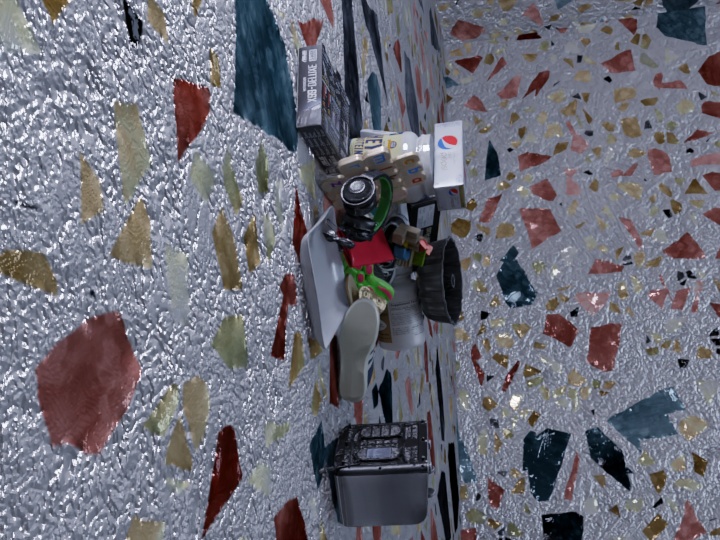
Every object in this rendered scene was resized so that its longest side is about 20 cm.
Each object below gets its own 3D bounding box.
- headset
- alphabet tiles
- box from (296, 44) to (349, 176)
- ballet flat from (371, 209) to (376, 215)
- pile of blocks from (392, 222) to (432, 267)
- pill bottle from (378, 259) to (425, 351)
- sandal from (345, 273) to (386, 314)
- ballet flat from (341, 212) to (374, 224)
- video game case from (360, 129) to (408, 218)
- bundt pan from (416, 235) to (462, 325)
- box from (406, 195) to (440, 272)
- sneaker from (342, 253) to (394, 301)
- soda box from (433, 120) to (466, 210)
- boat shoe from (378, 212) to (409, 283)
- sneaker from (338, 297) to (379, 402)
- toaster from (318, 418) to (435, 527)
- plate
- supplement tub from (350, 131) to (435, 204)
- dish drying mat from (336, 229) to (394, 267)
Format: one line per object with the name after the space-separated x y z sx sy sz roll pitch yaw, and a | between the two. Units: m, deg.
0.006 -0.098 1.348 0.199 0.093 0.126 -36 139 -42 | headset
0.026 -0.173 1.445 0.200 0.191 0.015 52 24 -65 | alphabet tiles
-0.065 -0.291 1.403 0.200 0.048 0.162 51 37 -68 | box
0.018 -0.191 1.750 0.062 0.066 0.205 -134 -144 -65 | ballet flat
0.115 -0.042 1.601 0.084 0.061 0.200 -70 162 -1 | pile of blocks
0.086 0.073 1.755 0.114 0.111 0.206 -39 123 -74 | pill bottle
0.020 0.071 1.510 0.214 0.068 0.079 75 12 -54 | sandal
0.010 -0.094 1.599 0.200 0.067 0.072 -30 114 -77 | ballet flat
0.054 -0.221 1.756 0.181 0.022 0.205 -151 -130 -65 | video game case
0.180 0.025 1.748 0.201 0.074 0.208 -4 90 -69 | bundt pan
0.114 -0.125 1.816 0.165 0.084 0.204 -125 -153 -43 | box
0.000 0.000 1.563 0.084 0.076 0.201 53 -3 45 | sneaker
0.189 -0.223 1.589 0.069 0.062 0.203 71 19 -48 | soda box
0.051 -0.025 1.640 0.202 0.073 0.068 -64 173 31 | boat shoe
-0.003 0.145 1.449 0.085 0.073 0.205 -53 155 -74 | sneaker
0.036 0.360 1.362 0.181 0.194 0.122 -75 160 -75 | toaster
-0.067 0.008 1.334 0.200 0.031 0.205 -61 146 -68 | plate
0.059 -0.212 1.591 0.145 0.194 0.149 -5 90 -77 | supplement tub
0.011 -0.048 1.479 0.078 0.018 0.199 66 23 6 | dish drying mat
